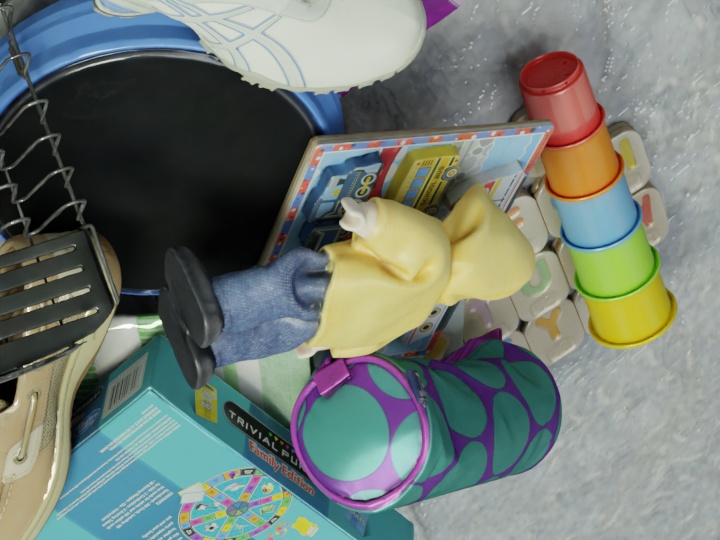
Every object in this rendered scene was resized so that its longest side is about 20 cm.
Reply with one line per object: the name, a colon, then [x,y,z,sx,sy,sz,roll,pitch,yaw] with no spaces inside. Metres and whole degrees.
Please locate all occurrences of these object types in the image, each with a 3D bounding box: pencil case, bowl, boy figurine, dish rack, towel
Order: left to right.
dish rack: [-0.196,-0.045,0.792,0.153,0.055,0.201,-19,84,-24]
towel: [-0.122,0.086,1.007,0.198,0.023,0.153,-2,128,5]
bowl: [-0.106,-0.060,0.920,0.199,0.040,0.201,-5,140,-4]
boy figurine: [0.000,0.000,0.909,0.199,0.065,0.125,-16,149,-20]
pencil case: [0.044,0.083,1.023,0.085,0.093,0.200,-23,169,26]

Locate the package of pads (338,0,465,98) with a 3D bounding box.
package of pads: [-0.038,-0.186,0.902,0.120,0.076,0.200,-38,130,2]

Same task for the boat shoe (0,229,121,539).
boat shoe: [-0.189,0.069,0.927,0.064,0.071,0.201,1,115,-47]

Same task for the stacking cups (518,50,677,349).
stacking cups: [0.138,-0.041,1.084,0.060,0.061,0.201,-32,126,-6]

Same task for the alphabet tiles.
alphabet tiles: [0.105,-0.009,1.130,0.199,0.015,0.196,-31,129,-7]

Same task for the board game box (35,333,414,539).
board game box: [-0.091,0.144,1.008,0.151,0.047,0.200,-37,118,27]

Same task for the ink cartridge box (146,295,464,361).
ink cartridge box: [-0.031,0.058,1.088,0.199,0.047,0.161,-17,126,-25]

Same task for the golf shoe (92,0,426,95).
golf shoe: [-0.048,-0.134,0.806,0.199,0.097,0.079,13,81,-25]

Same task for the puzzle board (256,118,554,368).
puzzle board: [0.011,-0.005,0.986,0.150,0.017,0.201,-7,143,-29]
